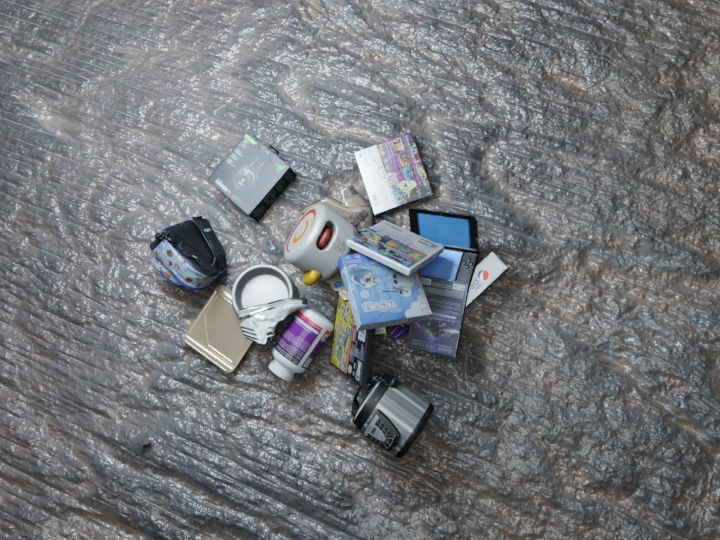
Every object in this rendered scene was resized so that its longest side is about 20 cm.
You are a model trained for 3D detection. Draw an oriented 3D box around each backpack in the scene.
[{"bbox_3d":[-0.489,-0.035,1.720,0.190,0.200,0.154,44,121,3],"label":"backpack"}]

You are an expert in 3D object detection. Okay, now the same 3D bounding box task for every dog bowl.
[{"bbox_3d":[-0.278,0.074,1.723,0.199,0.059,0.201,0,76,1],"label":"dog bowl"}]

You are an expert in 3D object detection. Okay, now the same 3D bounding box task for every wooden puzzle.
[{"bbox_3d":[-0.394,0.170,1.756,0.185,0.037,0.200,33,83,9],"label":"wooden puzzle"}]

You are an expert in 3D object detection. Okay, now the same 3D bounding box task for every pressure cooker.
[{"bbox_3d":[0.073,0.377,1.598,0.200,0.179,0.176,35,75,10],"label":"pressure cooker"}]

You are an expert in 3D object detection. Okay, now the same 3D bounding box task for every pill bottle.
[{"bbox_3d":[-0.171,0.206,1.680,0.112,0.112,0.200,35,88,10],"label":"pill bottle"}]

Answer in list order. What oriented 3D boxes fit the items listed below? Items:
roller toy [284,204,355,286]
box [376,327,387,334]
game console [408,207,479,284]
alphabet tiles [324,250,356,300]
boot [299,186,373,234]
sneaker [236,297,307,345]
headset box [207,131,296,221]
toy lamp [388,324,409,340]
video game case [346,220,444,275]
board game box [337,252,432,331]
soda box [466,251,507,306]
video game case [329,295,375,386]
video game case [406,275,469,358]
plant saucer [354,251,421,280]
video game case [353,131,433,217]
[{"bbox_3d":[-0.106,-0.072,1.635,0.139,0.200,0.182,33,120,-22],"label":"roller toy"},{"bbox_3d":[0.010,0.084,1.705,0.117,0.048,0.201,-5,84,8],"label":"box"},{"bbox_3d":[0.211,-0.059,1.629,0.199,0.119,0.173,11,72,28],"label":"game console"},{"bbox_3d":[0.000,0.000,1.682,0.195,0.015,0.200,-34,55,-19],"label":"alphabet tiles"},{"bbox_3d":[-0.063,-0.147,1.737,0.199,0.070,0.147,-22,92,16],"label":"boot"},{"bbox_3d":[-0.232,0.143,1.647,0.199,0.076,0.116,-14,84,6],"label":"sneaker"},{"bbox_3d":[-0.313,-0.281,1.769,0.174,0.093,0.200,41,89,10],"label":"headset box"},{"bbox_3d":[0.158,0.113,1.677,0.058,0.058,0.200,43,89,10],"label":"toy lamp"},{"bbox_3d":[0.093,-0.063,1.582,0.199,0.182,0.023,27,125,26],"label":"video game case"},{"bbox_3d":[0.061,0.045,1.547,0.199,0.043,0.200,-7,64,-22],"label":"board game box"},{"bbox_3d":[0.313,0.042,1.658,0.200,0.068,0.063,-43,78,0],"label":"soda box"},{"bbox_3d":[-0.022,0.186,1.621,0.025,0.180,0.201,2,101,-31],"label":"video game case"},{"bbox_3d":[0.207,0.122,1.612,0.142,0.019,0.201,10,90,25],"label":"video game case"},{"bbox_3d":[0.066,0.011,1.627,0.199,0.032,0.201,1,64,-3],"label":"plant saucer"},{"bbox_3d":[0.095,-0.279,1.743,0.180,0.036,0.201,-19,81,5],"label":"video game case"}]
